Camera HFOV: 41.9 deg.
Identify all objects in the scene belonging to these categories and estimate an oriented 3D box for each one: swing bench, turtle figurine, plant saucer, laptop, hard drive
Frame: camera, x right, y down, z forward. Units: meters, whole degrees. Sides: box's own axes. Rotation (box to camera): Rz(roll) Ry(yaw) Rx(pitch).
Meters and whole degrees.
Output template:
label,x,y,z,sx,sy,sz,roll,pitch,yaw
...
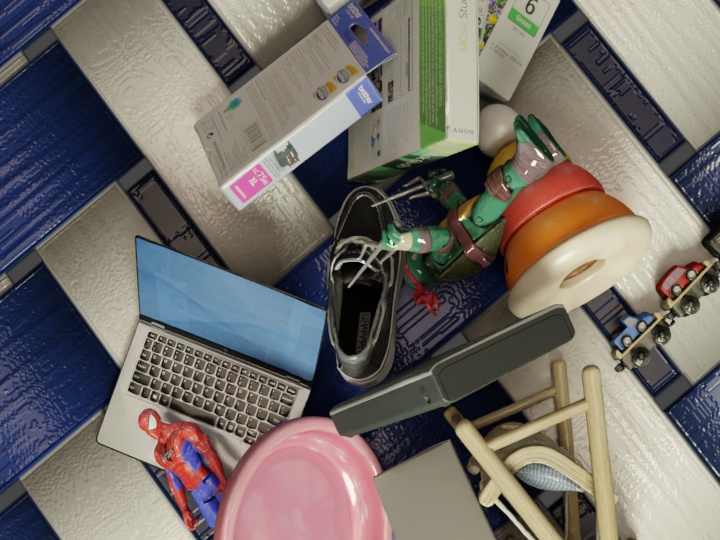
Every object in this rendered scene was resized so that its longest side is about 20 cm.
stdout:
label,x,y,z,sx,sy,sz,roll,pitch,yaw
swing bench,0.168,0.194,0.798,0.127,0.199,0.204,-22,84,1
turtle figurine,0.082,-0.046,0.802,0.199,0.150,0.101,-41,102,22
plant saucer,-0.055,0.233,0.835,0.050,0.198,0.206,-7,84,45
laptop,-0.143,0.101,0.862,0.184,0.116,0.204,20,87,5
hard drive,0.070,0.089,0.790,0.138,0.200,0.033,-22,83,-29

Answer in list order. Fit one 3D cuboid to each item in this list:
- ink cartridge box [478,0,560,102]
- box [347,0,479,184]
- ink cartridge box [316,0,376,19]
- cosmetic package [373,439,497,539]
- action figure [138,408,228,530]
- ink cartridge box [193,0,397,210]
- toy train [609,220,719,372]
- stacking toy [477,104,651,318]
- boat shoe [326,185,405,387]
label,x,y,z,sx,sy,sz,roll,pitch,yaw
ink cartridge box,0.136,-0.276,0.890,0.108,0.050,0.203,29,88,-21
box,0.041,-0.166,0.835,0.036,0.199,0.148,2,85,-23
ink cartridge box,-0.011,-0.368,0.934,0.158,0.047,0.202,-31,74,1
cosmetic package,0.088,0.262,0.802,0.089,0.107,0.202,-23,54,2
action figure,-0.138,0.208,0.870,0.065,0.052,0.201,-38,91,27
ink cartridge box,-0.058,-0.156,0.874,0.199,0.042,0.120,-38,42,7
toy train,0.305,0.017,0.887,0.046,0.034,0.200,44,89,9
stacking toy,0.163,-0.070,0.874,0.144,0.147,0.203,-27,66,1
boat shoe,0.000,0.000,0.854,0.070,0.068,0.204,-2,60,14
